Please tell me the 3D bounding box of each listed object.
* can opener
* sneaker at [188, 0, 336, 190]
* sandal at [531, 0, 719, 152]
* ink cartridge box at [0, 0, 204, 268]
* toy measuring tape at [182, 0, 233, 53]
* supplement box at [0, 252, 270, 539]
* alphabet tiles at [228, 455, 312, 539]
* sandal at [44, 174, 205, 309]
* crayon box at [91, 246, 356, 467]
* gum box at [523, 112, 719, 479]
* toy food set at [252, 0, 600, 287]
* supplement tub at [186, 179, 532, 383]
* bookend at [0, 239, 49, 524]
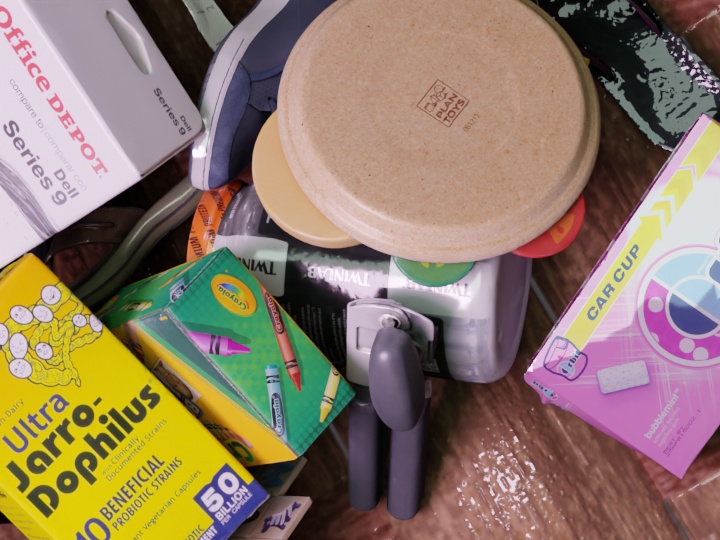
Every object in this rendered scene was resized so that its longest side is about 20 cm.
[{"bbox_3d":[0.013,0.094,1.278,0.053,0.200,0.067,12,49,10],"label":"can opener"},{"bbox_3d":[-0.012,-0.112,1.320,0.146,0.077,0.203,21,55,13],"label":"sneaker"},{"bbox_3d":[0.151,-0.156,1.329,0.200,0.048,0.075,42,98,13],"label":"sandal"},{"bbox_3d":[-0.215,-0.089,1.273,0.200,0.084,0.146,-29,99,35],"label":"ink cartridge box"},{"bbox_3d":[-0.115,-0.218,1.394,0.073,0.074,0.200,-37,75,10],"label":"toy measuring tape"},{"bbox_3d":[-0.169,0.101,1.249,0.200,0.109,0.109,46,73,-9],"label":"supplement box"},{"bbox_3d":[-0.118,0.178,1.319,0.200,0.006,0.167,-5,42,50],"label":"alphabet tiles"},{"bbox_3d":[-0.162,-0.028,1.382,0.201,0.080,0.057,-43,100,-8],"label":"sandal"},{"bbox_3d":[-0.098,0.061,1.295,0.119,0.200,0.058,48,65,-11],"label":"crayon box"},{"bbox_3d":[0.197,0.019,1.284,0.113,0.066,0.200,34,96,4],"label":"gum box"},{"bbox_3d":[0.047,-0.086,1.253,0.197,0.049,0.201,19,66,6],"label":"toy food set"},{"bbox_3d":[0.000,0.000,1.323,0.199,0.122,0.123,6,88,15],"label":"supplement tub"},{"bbox_3d":[-0.289,0.063,1.360,0.092,0.199,0.201,3,86,18],"label":"bookend"}]
